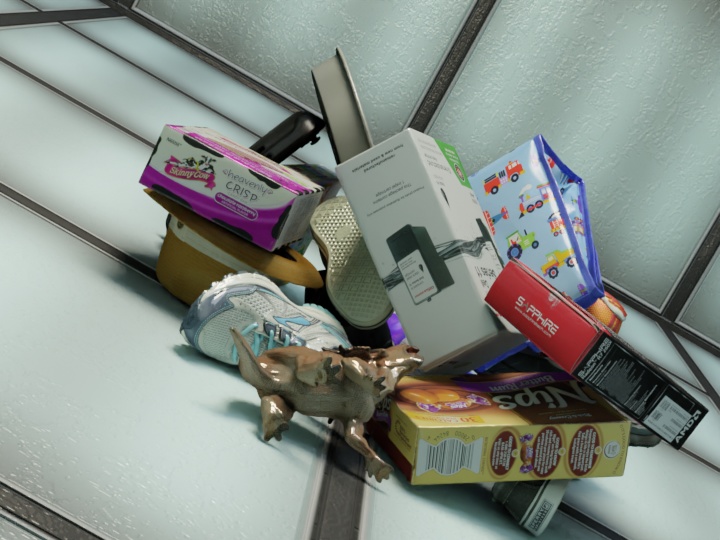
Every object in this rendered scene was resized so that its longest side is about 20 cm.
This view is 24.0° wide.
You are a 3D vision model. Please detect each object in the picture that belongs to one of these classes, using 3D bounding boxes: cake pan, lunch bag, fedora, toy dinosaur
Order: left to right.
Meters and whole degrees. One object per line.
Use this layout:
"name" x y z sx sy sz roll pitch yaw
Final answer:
"fedora" -0.130 -0.006 1.573 0.199 0.082 0.201 27 6 -3
"toy dinosaur" -0.038 0.089 1.357 0.198 0.087 0.136 19 13 -26
"cake pan" -0.010 -0.128 1.741 0.200 0.036 0.203 163 -90 -89
"lunch bag" 0.153 -0.006 1.654 0.094 0.150 0.201 39 30 -39

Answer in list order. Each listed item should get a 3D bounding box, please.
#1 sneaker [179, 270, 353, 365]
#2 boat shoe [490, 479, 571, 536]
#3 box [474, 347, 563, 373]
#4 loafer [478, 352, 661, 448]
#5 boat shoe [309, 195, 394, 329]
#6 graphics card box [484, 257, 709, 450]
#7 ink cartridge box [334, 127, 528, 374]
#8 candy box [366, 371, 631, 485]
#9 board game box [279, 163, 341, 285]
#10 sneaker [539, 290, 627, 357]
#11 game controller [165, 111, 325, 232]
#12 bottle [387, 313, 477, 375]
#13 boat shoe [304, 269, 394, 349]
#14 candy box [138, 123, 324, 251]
"sneaker" -0.066 0.062 1.439 0.199 0.078 0.086 15 25 -49
"boat shoe" 0.159 0.178 1.524 0.063 0.071 0.200 32 11 8
"box" 0.161 0.119 1.746 0.199 0.102 0.112 35 11 27
"loafer" 0.204 0.134 1.632 0.198 0.064 0.072 19 35 31
"boat shoe" 0.000 0.000 1.610 0.063 0.074 0.200 61 2 -33
"graphics card box" 0.205 0.073 1.462 0.199 0.051 0.125 32 7 -46
"ink cartridge box" 0.070 -0.014 1.530 0.202 0.082 0.146 67 17 11
"candy box" 0.117 0.133 1.446 0.198 0.057 0.117 -1 18 -19
"board game box" -0.082 -0.045 1.766 0.034 0.135 0.200 30 10 9
"sneaker" 0.182 0.043 1.696 0.073 0.077 0.200 43 -12 -24
"game controller" -0.118 -0.093 1.729 0.042 0.199 0.104 52 0 -14
"bottle" 0.064 0.098 1.667 0.083 0.066 0.200 31 7 -33
"boat shoe" -0.016 0.037 1.688 0.202 0.073 0.064 -126 -168 -65
"candy box" -0.113 -0.078 1.557 0.135 0.061 0.200 27 5 2
